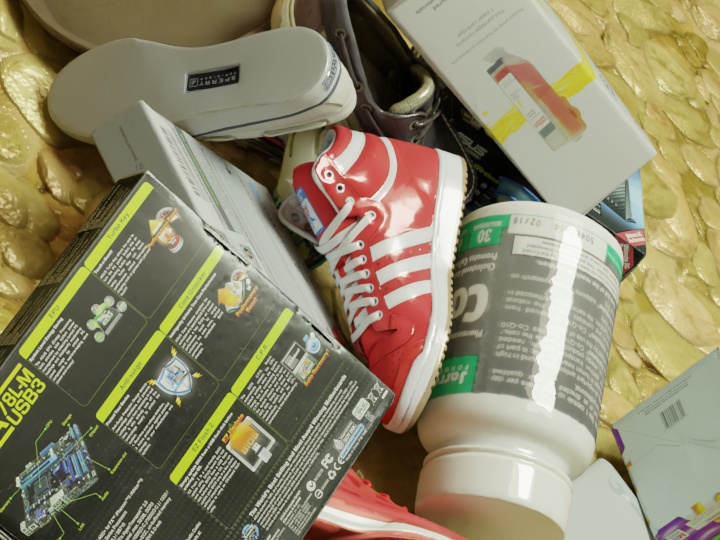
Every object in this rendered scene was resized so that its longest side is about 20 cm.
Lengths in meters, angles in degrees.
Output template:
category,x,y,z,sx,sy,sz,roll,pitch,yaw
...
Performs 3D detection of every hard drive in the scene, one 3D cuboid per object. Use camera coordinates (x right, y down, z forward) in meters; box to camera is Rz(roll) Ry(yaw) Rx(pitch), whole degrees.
category,x,y,z,sx,sy,sz,roll,pitch,yaw
hard drive,0.152,0.211,1.442,0.132,0.026,0.200,54,33,8

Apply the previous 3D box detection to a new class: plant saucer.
category,x,y,z,sx,sy,sz,roll,pitch,yaw
plant saucer,-0.133,-0.205,1.446,0.199,0.030,0.201,2,55,-3

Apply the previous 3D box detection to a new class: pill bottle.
category,x,y,z,sx,sy,sz,roll,pitch,yaw
pill bottle,0.098,0.068,1.369,0.113,0.113,0.201,28,59,-29

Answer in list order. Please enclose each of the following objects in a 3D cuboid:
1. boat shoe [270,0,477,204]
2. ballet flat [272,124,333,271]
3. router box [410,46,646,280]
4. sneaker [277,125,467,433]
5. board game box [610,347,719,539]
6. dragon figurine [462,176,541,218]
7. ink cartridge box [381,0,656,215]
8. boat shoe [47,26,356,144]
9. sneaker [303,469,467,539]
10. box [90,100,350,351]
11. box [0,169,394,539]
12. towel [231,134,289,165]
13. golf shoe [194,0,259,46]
category,x,y,z,sx,sy,sz,roll,pitch,yaw
boat shoe,0.021,-0.111,1.426,0.200,0.065,0.072,51,50,-28
ballet flat,-0.019,-0.084,1.473,0.074,0.074,0.200,40,45,-13
router box,0.126,-0.090,1.652,0.200,0.062,0.150,33,34,-22
sneaker,0.000,0.000,1.359,0.112,0.071,0.201,18,57,-17
board game box,0.292,0.154,1.572,0.200,0.105,0.103,27,34,-41
dragon figurine,0.098,-0.025,1.553,0.200,0.059,0.099,46,32,-5
ink cartridge box,0.101,-0.147,1.480,0.200,0.083,0.145,49,10,-22
boat shoe,-0.097,-0.105,1.352,0.070,0.199,0.071,45,43,-57
sneaker,-0.009,0.127,1.290,0.200,0.078,0.116,24,41,-35
box,-0.075,-0.004,1.311,0.156,0.041,0.200,62,11,20
box,-0.106,0.085,1.136,0.193,0.047,0.200,41,68,-18
towel,-0.084,-0.143,1.535,0.200,0.023,0.144,23,39,-34
golf shoe,-0.061,-0.161,1.495,0.078,0.095,0.200,32,55,16
